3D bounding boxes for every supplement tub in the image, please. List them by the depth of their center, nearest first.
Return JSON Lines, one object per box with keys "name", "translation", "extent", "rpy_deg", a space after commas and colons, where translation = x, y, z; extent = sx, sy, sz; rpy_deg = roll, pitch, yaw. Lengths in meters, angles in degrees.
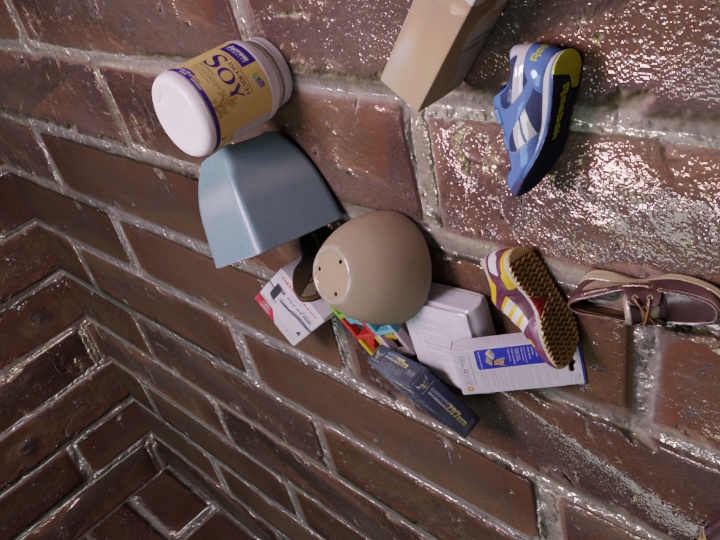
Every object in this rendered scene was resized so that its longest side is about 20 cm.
{"name": "supplement tub", "translation": [-0.227, -0.295, 1.177], "extent": [0.145, 0.200, 0.145], "rpy_deg": [33, 144, 27]}

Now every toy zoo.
{"name": "toy zoo", "translation": [0.032, 0.120, 1.405], "extent": [0.200, 0.020, 0.131], "rpy_deg": [50, 146, -17]}

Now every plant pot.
{"name": "plant pot", "translation": [0.000, 0.000, 1.179], "extent": [0.200, 0.134, 0.201], "rpy_deg": [8, 101, 47]}
{"name": "plant pot", "translation": [-0.189, -0.141, 1.308], "extent": [0.196, 0.196, 0.200], "rpy_deg": [-12, 102, 56]}

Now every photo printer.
{"name": "photo printer", "translation": [0.162, 0.122, 1.227], "extent": [0.166, 0.069, 0.200], "rpy_deg": [12, 132, 45]}

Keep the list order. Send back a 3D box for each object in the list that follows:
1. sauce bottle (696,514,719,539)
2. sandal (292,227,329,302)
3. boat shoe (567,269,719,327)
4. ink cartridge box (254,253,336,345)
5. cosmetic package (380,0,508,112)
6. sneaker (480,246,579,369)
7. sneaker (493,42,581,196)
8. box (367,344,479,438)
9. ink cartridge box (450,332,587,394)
{"name": "sauce bottle", "translation": [0.537, 0.405, 1.045], "extent": [0.066, 0.066, 0.200], "rpy_deg": [29, 140, 32]}
{"name": "sandal", "translation": [-0.084, -0.006, 1.323], "extent": [0.200, 0.082, 0.055], "rpy_deg": [-98, -4, -52]}
{"name": "boat shoe", "translation": [0.359, 0.046, 0.898], "extent": [0.200, 0.072, 0.072], "rpy_deg": [12, 131, 46]}
{"name": "ink cartridge box", "translation": [-0.129, 0.062, 1.522], "extent": [0.144, 0.084, 0.200], "rpy_deg": [51, 147, 1]}
{"name": "cosmetic package", "translation": [0.108, -0.296, 0.844], "extent": [0.071, 0.105, 0.200], "rpy_deg": [45, 149, 10]}
{"name": "sneaker", "translation": [0.252, 0.055, 1.055], "extent": [0.090, 0.075, 0.200], "rpy_deg": [-10, 108, 64]}
{"name": "sneaker", "translation": [0.207, -0.185, 0.864], "extent": [0.082, 0.074, 0.200], "rpy_deg": [33, 136, 30]}
{"name": "box", "translation": [0.114, 0.221, 1.319], "extent": [0.158, 0.051, 0.200], "rpy_deg": [43, 170, -19]}
{"name": "ink cartridge box", "translation": [0.251, 0.146, 1.123], "extent": [0.200, 0.037, 0.095], "rpy_deg": [-8, 120, 20]}
